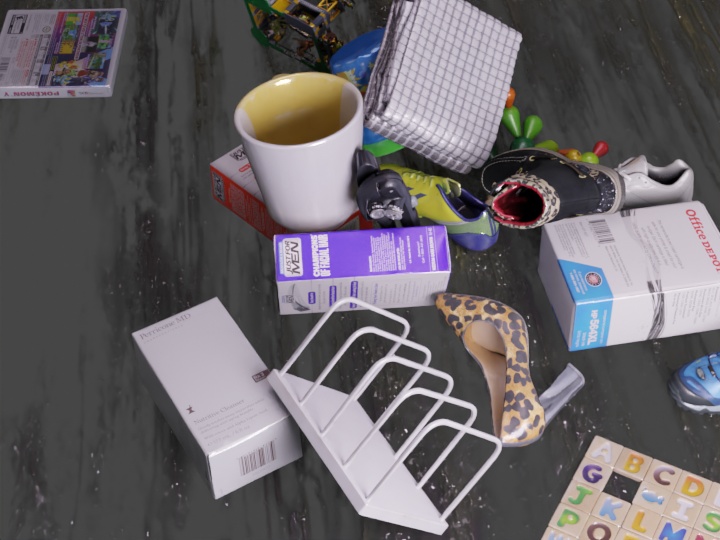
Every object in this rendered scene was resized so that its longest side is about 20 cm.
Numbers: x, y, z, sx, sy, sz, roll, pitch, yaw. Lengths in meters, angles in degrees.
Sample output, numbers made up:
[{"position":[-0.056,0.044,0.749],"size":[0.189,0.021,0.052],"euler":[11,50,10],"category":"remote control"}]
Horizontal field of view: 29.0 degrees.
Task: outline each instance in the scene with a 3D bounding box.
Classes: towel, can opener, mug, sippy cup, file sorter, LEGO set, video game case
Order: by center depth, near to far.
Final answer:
[{"position":[0.028,0.144,1.411],"size":[0.125,0.138,0.200],"euler":[-51,49,14],"category":"file sorter"},{"position":[0.042,-0.064,1.619],"size":[0.063,0.200,0.079],"euler":[-8,59,15],"category":"can opener"},{"position":[-0.056,-0.138,1.635],"size":[0.148,0.154,0.187],"euler":[6,42,17],"category":"mug"},{"position":[0.097,-0.240,1.739],"size":[0.164,0.085,0.202],"euler":[24,69,-23],"category":"towel"},{"position":[0.027,-0.238,1.811],"size":[0.139,0.131,0.178],"euler":[-16,27,32],"category":"sippy cup"},{"position":[-0.070,-0.373,1.973],"size":[0.199,0.154,0.116],"euler":[29,68,37],"category":"LEGO set"},{"position":[-0.437,-0.316,2.014],"size":[0.180,0.023,0.201],"euler":[-1,43,0],"category":"video game case"}]

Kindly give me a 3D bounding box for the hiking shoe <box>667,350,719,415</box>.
[{"position":[0.429,0.095,1.525],"size":[0.198,0.087,0.075],"euler":[-14,45,-13],"category":"hiking shoe"}]

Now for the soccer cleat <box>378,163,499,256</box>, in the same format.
[{"position":[0.093,-0.095,1.730],"size":[0.199,0.084,0.065],"euler":[33,53,31],"category":"soccer cleat"}]

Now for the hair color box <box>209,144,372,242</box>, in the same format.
[{"position":[-0.087,-0.089,1.745],"size":[0.101,0.062,0.199],"euler":[-34,54,-29],"category":"hair color box"}]

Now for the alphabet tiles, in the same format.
[{"position":[0.300,0.262,1.412],"size":[0.198,0.008,0.167],"euler":[20,47,21],"category":"alphabet tiles"}]

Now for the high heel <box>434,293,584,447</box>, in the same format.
[{"position":[0.133,0.105,1.527],"size":[0.199,0.072,0.142],"euler":[35,47,20],"category":"high heel"}]

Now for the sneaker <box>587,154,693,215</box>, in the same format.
[{"position":[0.319,-0.104,1.730],"size":[0.198,0.093,0.076],"euler":[-5,43,-4],"category":"sneaker"}]

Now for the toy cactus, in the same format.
[{"position":[0.206,-0.143,1.785],"size":[0.198,0.103,0.166],"euler":[22,57,10],"category":"toy cactus"}]

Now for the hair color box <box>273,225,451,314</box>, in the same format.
[{"position":[0.000,0.000,1.607],"size":[0.198,0.109,0.066],"euler":[-5,69,-4],"category":"hair color box"}]

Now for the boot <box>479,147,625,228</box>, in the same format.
[{"position":[0.188,-0.097,1.627],"size":[0.202,0.074,0.153],"euler":[14,18,43],"category":"boot"}]

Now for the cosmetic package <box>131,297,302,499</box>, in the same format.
[{"position":[-0.156,0.134,1.500],"size":[0.112,0.082,0.200],"euler":[-25,50,-20],"category":"cosmetic package"}]

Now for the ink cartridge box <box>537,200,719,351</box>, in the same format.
[{"position":[0.322,0.004,1.622],"size":[0.198,0.085,0.147],"euler":[-7,43,-6],"category":"ink cartridge box"}]
